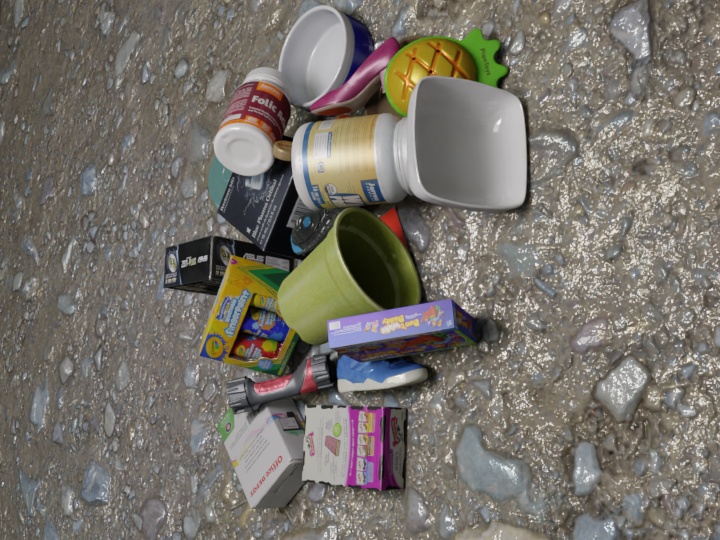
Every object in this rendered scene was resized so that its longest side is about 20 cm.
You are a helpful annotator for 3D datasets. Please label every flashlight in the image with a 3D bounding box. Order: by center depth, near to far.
[{"bbox_3d":[-0.146,0.202,1.563,0.199,0.068,0.068,-13,42,9],"label":"flashlight"}]

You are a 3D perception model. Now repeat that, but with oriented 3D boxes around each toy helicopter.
[{"bbox_3d":[-0.062,-0.212,1.537,0.132,0.199,0.079,49,135,39],"label":"toy helicopter"}]

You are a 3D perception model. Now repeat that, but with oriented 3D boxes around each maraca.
[{"bbox_3d":[0.137,-0.317,1.392,0.199,0.107,0.138,-16,91,6],"label":"maraca"}]

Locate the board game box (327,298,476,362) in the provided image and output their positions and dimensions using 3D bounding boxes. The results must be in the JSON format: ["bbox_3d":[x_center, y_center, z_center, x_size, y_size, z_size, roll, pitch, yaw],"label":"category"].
[{"bbox_3d":[0.066,0.096,1.329,0.199,0.134,0.045,-11,71,19],"label":"board game box"}]

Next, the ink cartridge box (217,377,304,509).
[{"bbox_3d":[-0.174,0.326,1.620,0.145,0.084,0.200,-53,48,24],"label":"ink cartridge box"}]

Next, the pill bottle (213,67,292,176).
[{"bbox_3d":[-0.192,-0.280,1.587,0.114,0.114,0.201,-32,32,38],"label":"pill bottle"}]

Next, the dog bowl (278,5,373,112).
[{"bbox_3d":[-0.069,-0.405,1.669,0.200,0.079,0.201,-12,72,44],"label":"dog bowl"}]

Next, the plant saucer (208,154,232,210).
[{"bbox_3d":[-0.279,-0.211,1.881,0.199,0.036,0.201,-12,73,45],"label":"plant saucer"}]

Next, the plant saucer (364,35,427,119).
[{"bbox_3d":[0.085,-0.316,1.525,0.200,0.029,0.201,-12,73,45],"label":"plant saucer"}]

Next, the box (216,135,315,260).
[{"bbox_3d":[-0.161,-0.154,1.686,0.200,0.117,0.197,36,108,45],"label":"box"}]

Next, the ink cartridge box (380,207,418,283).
[{"bbox_3d":[0.000,0.000,1.534,0.200,0.057,0.163,-41,54,39],"label":"ink cartridge box"}]

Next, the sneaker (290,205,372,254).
[{"bbox_3d":[-0.049,-0.089,1.577,0.200,0.082,0.074,-38,58,32],"label":"sneaker"}]

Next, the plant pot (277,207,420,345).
[{"bbox_3d":[-0.032,0.028,1.431,0.184,0.200,0.201,-34,58,32],"label":"plant pot"}]

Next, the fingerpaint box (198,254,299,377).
[{"bbox_3d":[-0.193,0.089,1.592,0.074,0.166,0.201,-93,24,-53],"label":"fingerpaint box"}]

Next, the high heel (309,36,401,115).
[{"bbox_3d":[-0.008,-0.345,1.550,0.199,0.067,0.097,-13,81,23],"label":"high heel"}]

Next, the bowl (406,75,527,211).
[{"bbox_3d":[0.153,-0.185,1.316,0.075,0.199,0.201,155,118,-62],"label":"bowl"}]

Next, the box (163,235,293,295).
[{"bbox_3d":[-0.260,-0.001,1.695,0.163,0.199,0.087,-10,75,46],"label":"box"}]

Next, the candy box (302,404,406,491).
[{"bbox_3d":[-0.013,0.300,1.473,0.199,0.061,0.137,-7,77,45],"label":"candy box"}]

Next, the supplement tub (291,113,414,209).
[{"bbox_3d":[0.002,-0.178,1.400,0.199,0.145,0.146,-4,78,19],"label":"supplement tub"}]

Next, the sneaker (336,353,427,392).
[{"bbox_3d":[0.029,0.144,1.450,0.200,0.076,0.112,-15,81,51],"label":"sneaker"}]
